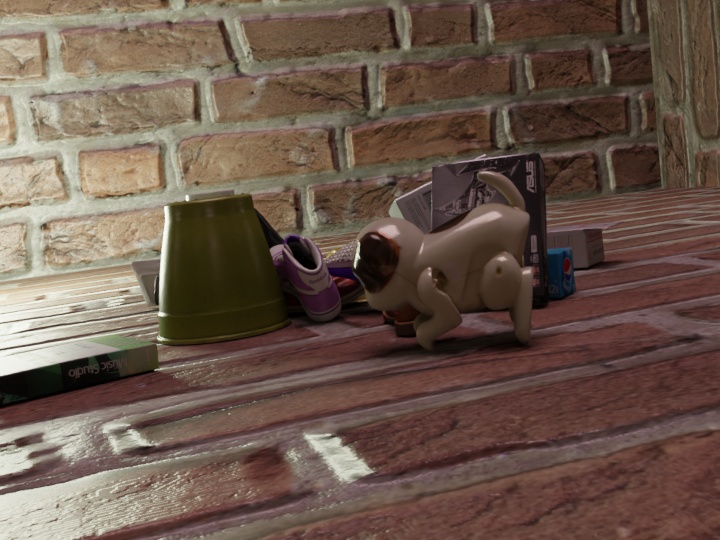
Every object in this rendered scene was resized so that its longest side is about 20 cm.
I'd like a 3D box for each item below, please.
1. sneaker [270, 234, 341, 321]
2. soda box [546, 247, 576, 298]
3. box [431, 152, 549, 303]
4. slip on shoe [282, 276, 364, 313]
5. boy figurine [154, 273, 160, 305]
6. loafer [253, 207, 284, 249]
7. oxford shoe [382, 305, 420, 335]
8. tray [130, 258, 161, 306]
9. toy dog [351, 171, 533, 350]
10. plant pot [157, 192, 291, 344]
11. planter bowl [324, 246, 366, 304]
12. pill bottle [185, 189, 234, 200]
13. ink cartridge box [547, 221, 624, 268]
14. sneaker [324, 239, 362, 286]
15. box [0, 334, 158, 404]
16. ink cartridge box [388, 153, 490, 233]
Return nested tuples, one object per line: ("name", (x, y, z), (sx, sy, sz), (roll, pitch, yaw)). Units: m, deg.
("sneaker", (-0.094, -0.019, 1.371), (0.072, 0.116, 0.200), (-32, 36, -17))
("soda box", (0.206, 0.007, 1.339), (0.197, 0.065, 0.067), (-4, 6, 32))
("box", (0.178, -0.053, 1.278), (0.155, 0.204, 0.048), (-4, -16, 20))
("slip on shoe", (-0.073, 0.025, 1.450), (0.196, 0.062, 0.074), (-7, 19, 17))
("boy figurine", (-0.263, 0.033, 1.650), (0.196, 0.066, 0.124), (-2, -16, 16))
("loafer", (-0.145, -0.034, 1.502), (0.071, 0.201, 0.063), (-29, 26, 7))
("oxford shoe", (0.065, 0.035, 1.215), (0.070, 0.073, 0.200), (-9, 4, -4))
("tray", (-0.323, 0.023, 1.719), (0.196, 0.109, 0.022), (-5, 36, 10))
("toy dog", (0.088, -0.006, 1.023), (0.196, 0.198, 0.140), (0, 18, 4))
("plant pot", (-0.209, -0.009, 1.346), (0.196, 0.197, 0.200), (-6, 6, 1))
("planter bowl", (0.000, 0.000, 1.561), (0.196, 0.085, 0.200), (-7, 6, 1))
("pill bottle", (-0.237, -0.029, 1.533), (0.109, 0.204, 0.111), (-6, 5, 1))
("ink cartridge box", (0.352, -0.041, 1.611), (0.197, 0.069, 0.115), (-4, 6, 31))
("sneaker", (0.027, 0.011, 1.359), (0.198, 0.101, 0.069), (-3, 27, 45))
("box", (-0.359, 0.116, 1.104), (0.197, 0.037, 0.143), (-12, 8, -34))
("ink cartridge box", (0.172, -0.097, 1.668), (0.198, 0.148, 0.083), (-26, -8, -11))
